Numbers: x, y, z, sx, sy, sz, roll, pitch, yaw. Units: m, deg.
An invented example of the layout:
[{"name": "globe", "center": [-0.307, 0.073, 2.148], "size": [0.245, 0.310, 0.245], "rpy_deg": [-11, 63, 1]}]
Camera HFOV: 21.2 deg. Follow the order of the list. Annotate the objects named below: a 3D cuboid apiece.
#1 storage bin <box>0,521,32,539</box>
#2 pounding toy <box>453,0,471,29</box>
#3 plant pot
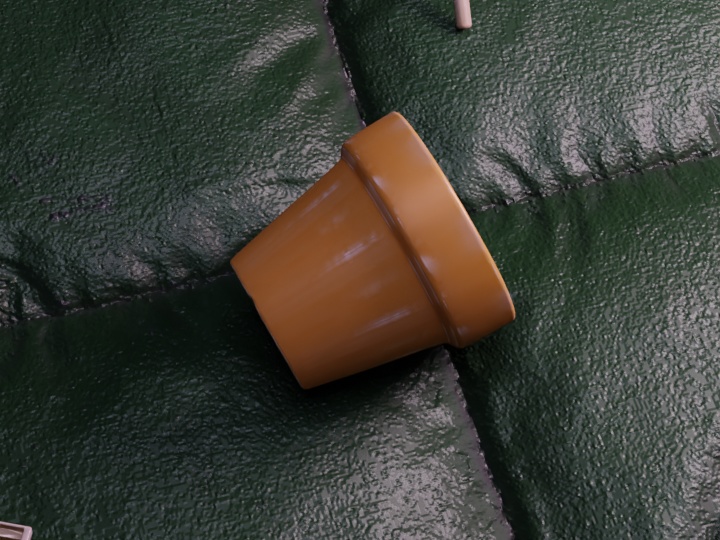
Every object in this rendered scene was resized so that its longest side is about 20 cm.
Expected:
[{"name": "storage bin", "center": [-0.364, 0.283, 1.441], "size": [0.198, 0.094, 0.201], "rpy_deg": [10, 58, 3]}, {"name": "pounding toy", "center": [0.065, -0.374, 1.849], "size": [0.142, 0.184, 0.200], "rpy_deg": [14, 57, 21]}, {"name": "plant pot", "center": [0.000, 0.000, 1.597], "size": [0.183, 0.200, 0.200], "rpy_deg": [-30, 62, -2]}]
